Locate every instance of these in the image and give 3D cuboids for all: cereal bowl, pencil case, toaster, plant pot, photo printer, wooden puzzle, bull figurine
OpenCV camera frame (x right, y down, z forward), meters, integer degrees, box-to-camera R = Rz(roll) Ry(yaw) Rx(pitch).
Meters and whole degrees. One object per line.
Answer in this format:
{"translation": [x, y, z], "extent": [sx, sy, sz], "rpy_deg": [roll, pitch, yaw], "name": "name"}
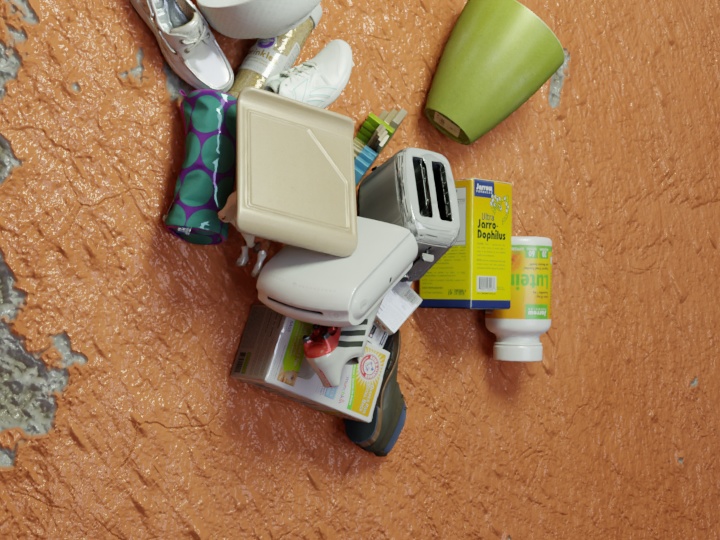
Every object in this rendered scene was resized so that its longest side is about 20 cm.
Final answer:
{"translation": [-0.123, -0.378, 1.606], "extent": [0.200, 0.198, 0.084], "rpy_deg": [-45, 128, -28], "name": "cereal bowl"}
{"translation": [-0.214, -0.141, 1.598], "extent": [0.091, 0.085, 0.203], "rpy_deg": [8, 83, -1], "name": "pencil case"}
{"translation": [0.072, -0.092, 1.731], "extent": [0.112, 0.129, 0.203], "rpy_deg": [11, 60, -31], "name": "toaster"}
{"translation": [0.194, -0.308, 1.870], "extent": [0.187, 0.187, 0.201], "rpy_deg": [41, 82, -29], "name": "plant pot"}
{"translation": [-0.036, 0.001, 1.612], "extent": [0.200, 0.164, 0.070], "rpy_deg": [-45, 138, -44], "name": "photo printer"}
{"translation": [-0.087, -0.129, 1.564], "extent": [0.183, 0.037, 0.203], "rpy_deg": [13, 67, -31], "name": "wooden puzzle"}
{"translation": [-0.134, -0.066, 1.625], "extent": [0.200, 0.064, 0.123], "rpy_deg": [-30, 136, -62], "name": "bull figurine"}

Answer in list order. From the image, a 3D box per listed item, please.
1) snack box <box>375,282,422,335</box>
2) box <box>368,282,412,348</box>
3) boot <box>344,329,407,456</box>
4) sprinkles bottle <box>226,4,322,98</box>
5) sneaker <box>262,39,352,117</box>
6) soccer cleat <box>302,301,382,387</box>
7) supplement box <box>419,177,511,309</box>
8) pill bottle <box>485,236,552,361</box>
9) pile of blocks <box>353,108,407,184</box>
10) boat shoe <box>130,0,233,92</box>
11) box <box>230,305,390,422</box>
{"translation": [0.000, 0.000, 1.749], "extent": [0.200, 0.024, 0.072], "rpy_deg": [46, 70, -5], "name": "snack box"}
{"translation": [0.023, 0.010, 1.793], "extent": [0.109, 0.035, 0.202], "rpy_deg": [32, 71, -17], "name": "box"}
{"translation": [0.031, 0.188, 1.810], "extent": [0.097, 0.074, 0.202], "rpy_deg": [52, 48, -52], "name": "boot"}
{"translation": [-0.125, -0.307, 1.677], "extent": [0.068, 0.068, 0.202], "rpy_deg": [38, 68, -30], "name": "sprinkles bottle"}
{"translation": [-0.084, -0.250, 1.620], "extent": [0.201, 0.070, 0.080], "rpy_deg": [-54, 128, -13], "name": "sneaker"}
{"translation": [-0.015, 0.083, 1.635], "extent": [0.200, 0.068, 0.086], "rpy_deg": [-51, 127, -50], "name": "soccer cleat"}
{"translation": [0.168, -0.040, 1.864], "extent": [0.109, 0.108, 0.204], "rpy_deg": [2, 89, -47], "name": "supplement box"}
{"translation": [0.262, 0.047, 1.941], "extent": [0.110, 0.110, 0.204], "rpy_deg": [1, 89, -37], "name": "pill bottle"}
{"translation": [-0.005, -0.181, 1.761], "extent": [0.062, 0.082, 0.201], "rpy_deg": [34, 63, 0], "name": "pile of blocks"}
{"translation": [-0.238, -0.321, 1.577], "extent": [0.071, 0.069, 0.201], "rpy_deg": [-46, 109, -18], "name": "boat shoe"}
{"translation": [-0.070, 0.136, 1.695], "extent": [0.199, 0.101, 0.114], "rpy_deg": [27, 75, -34], "name": "box"}
